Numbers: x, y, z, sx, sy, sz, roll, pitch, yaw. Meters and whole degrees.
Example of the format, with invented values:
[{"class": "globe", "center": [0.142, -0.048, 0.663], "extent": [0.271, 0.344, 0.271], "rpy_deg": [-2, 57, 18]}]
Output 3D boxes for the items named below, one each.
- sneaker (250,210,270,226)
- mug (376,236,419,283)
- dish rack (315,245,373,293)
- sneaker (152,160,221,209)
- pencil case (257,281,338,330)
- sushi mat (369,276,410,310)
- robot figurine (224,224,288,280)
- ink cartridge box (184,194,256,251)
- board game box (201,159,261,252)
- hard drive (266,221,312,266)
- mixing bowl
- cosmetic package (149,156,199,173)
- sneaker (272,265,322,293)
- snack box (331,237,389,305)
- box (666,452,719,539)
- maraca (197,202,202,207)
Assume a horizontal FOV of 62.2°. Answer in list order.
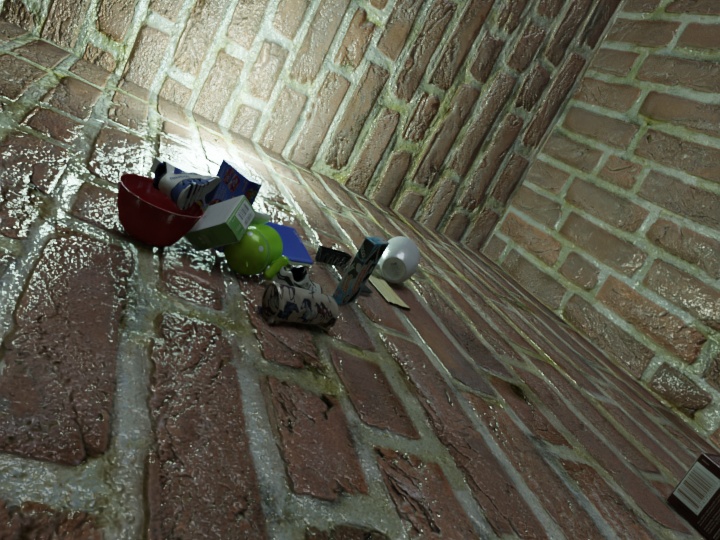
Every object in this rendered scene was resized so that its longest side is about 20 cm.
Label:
[{"class": "sneaker", "center": [-0.318, -0.124, 1.616], "extent": [0.197, 0.087, 0.072], "rpy_deg": [6, 0, 39]}, {"class": "mug", "center": [0.110, -0.030, 2.165], "extent": [0.196, 0.151, 0.176], "rpy_deg": [0, 17, 12]}, {"class": "dish rack", "center": [-0.044, 0.002, 1.882], "extent": [0.152, 0.055, 0.200], "rpy_deg": [12, 22, -48]}, {"class": "sneaker", "center": [-0.409, -0.207, 1.379], "extent": [0.114, 0.081, 0.199], "rpy_deg": [32, 15, 4]}, {"class": "pencil case", "center": [-0.135, 0.087, 1.361], "extent": [0.077, 0.091, 0.198], "rpy_deg": [2, -9, 44]}, {"class": "sushi mat", "center": [0.088, 0.070, 1.994], "extent": [0.094, 0.012, 0.200], "rpy_deg": [19, 18, -33]}, {"class": "robot figurine", "center": [-0.267, -0.053, 1.497], "extent": [0.176, 0.116, 0.200], "rpy_deg": [48, 16, 3]}, {"class": "ink cartridge box", "center": [-0.354, -0.107, 1.434], "extent": [0.060, 0.197, 0.105], "rpy_deg": [56, 39, -32]}, {"class": "board game box", "center": [-0.349, -0.168, 1.557], "extent": [0.134, 0.202, 0.044], "rpy_deg": [39, 17, 35]}, {"class": "hard drive", "center": [-0.222, -0.078, 1.735], "extent": [0.133, 0.025, 0.199], "rpy_deg": [60, 18, 16]}, {"class": "mixing bowl", "center": [-0.471, -0.125, 1.360], "extent": [0.198, 0.110, 0.201], "rpy_deg": [28, 15, -8]}, {"class": "cosmetic package", "center": [-0.540, -0.276, 1.864], "extent": [0.199, 0.052, 0.150], "rpy_deg": [38, 14, 31]}, {"class": "sneaker", "center": [-0.145, 0.034, 1.500], "extent": [0.075, 0.089, 0.199], "rpy_deg": [33, 13, 25]}, {"class": "snack box", "center": [0.000, 0.000, 1.669], "extent": [0.037, 0.202, 0.116], "rpy_deg": [35, 16, 17]}, {"class": "box", "center": [0.946, 0.596, 1.553], "extent": [0.198, 0.168, 0.164], "rpy_deg": [17, 18, -38]}, {"class": "maraca", "center": [-0.412, -0.203, 1.723], "extent": [0.197, 0.109, 0.137], "rpy_deg": [21, -8, 12]}]
